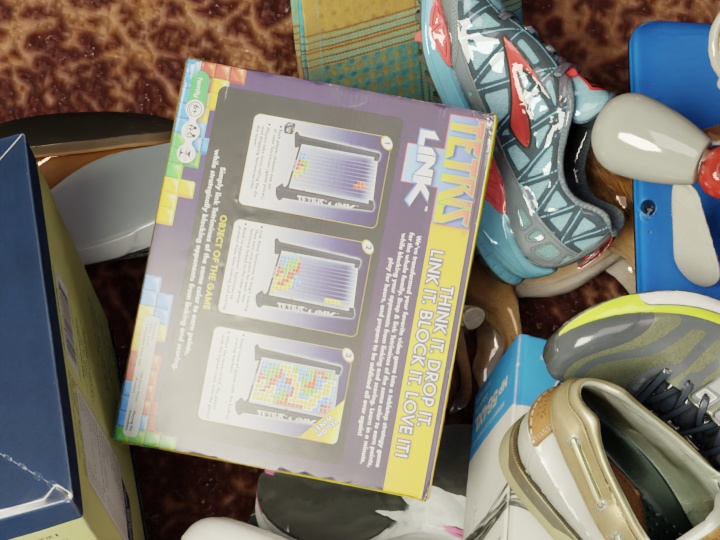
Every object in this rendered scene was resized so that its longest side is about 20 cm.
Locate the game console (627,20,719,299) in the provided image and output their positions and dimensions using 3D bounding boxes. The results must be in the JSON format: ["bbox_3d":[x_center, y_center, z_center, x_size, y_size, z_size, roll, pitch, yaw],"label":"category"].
[{"bbox_3d":[0.241,-0.034,0.851,0.118,0.171,0.201,-7,71,26],"label":"game console"}]

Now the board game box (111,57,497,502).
[{"bbox_3d":[-0.027,0.004,0.746,0.164,0.057,0.201,11,86,1],"label":"board game box"}]

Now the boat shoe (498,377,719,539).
[{"bbox_3d":[0.154,0.133,0.677,0.200,0.068,0.075,41,53,6],"label":"boat shoe"}]

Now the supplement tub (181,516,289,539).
[{"bbox_3d":[-0.059,0.234,0.688,0.140,0.140,0.201,25,74,0],"label":"supplement tub"}]

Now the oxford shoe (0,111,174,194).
[{"bbox_3d":[-0.202,-0.050,0.853,0.199,0.071,0.072,-14,111,-10],"label":"oxford shoe"}]

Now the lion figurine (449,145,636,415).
[{"bbox_3d":[0.116,-0.008,0.860,0.199,0.073,0.123,-27,72,-4],"label":"lion figurine"}]

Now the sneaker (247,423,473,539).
[{"bbox_3d":[0.023,0.140,0.826,0.199,0.086,0.081,7,54,-22],"label":"sneaker"}]

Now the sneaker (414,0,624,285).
[{"bbox_3d":[0.097,-0.098,0.801,0.095,0.079,0.201,-13,96,26],"label":"sneaker"}]

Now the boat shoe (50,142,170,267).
[{"bbox_3d":[-0.092,-0.039,0.826,0.198,0.068,0.074,-25,47,-6],"label":"boat shoe"}]

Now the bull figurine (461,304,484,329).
[{"bbox_3d":[0.000,0.000,0.838,0.199,0.065,0.122,-30,39,-1],"label":"bull figurine"}]

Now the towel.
[{"bbox_3d":[0.027,-0.166,0.837,0.146,0.022,0.201,-16,121,-16],"label":"towel"}]

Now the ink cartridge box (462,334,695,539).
[{"bbox_3d":[0.130,0.152,0.752,0.145,0.084,0.201,16,56,-9],"label":"ink cartridge box"}]

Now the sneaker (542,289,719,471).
[{"bbox_3d":[0.187,0.069,0.731,0.199,0.074,0.081,14,57,-8],"label":"sneaker"}]

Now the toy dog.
[{"bbox_3d":[0.224,-0.036,0.751,0.132,0.096,0.200,-43,79,9],"label":"toy dog"}]

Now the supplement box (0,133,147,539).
[{"bbox_3d":[-0.194,0.081,0.717,0.133,0.200,0.201,-13,58,-3],"label":"supplement box"}]
